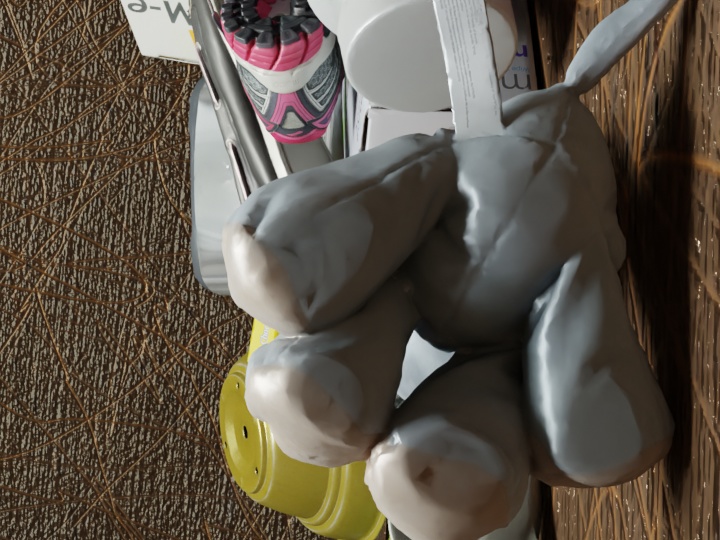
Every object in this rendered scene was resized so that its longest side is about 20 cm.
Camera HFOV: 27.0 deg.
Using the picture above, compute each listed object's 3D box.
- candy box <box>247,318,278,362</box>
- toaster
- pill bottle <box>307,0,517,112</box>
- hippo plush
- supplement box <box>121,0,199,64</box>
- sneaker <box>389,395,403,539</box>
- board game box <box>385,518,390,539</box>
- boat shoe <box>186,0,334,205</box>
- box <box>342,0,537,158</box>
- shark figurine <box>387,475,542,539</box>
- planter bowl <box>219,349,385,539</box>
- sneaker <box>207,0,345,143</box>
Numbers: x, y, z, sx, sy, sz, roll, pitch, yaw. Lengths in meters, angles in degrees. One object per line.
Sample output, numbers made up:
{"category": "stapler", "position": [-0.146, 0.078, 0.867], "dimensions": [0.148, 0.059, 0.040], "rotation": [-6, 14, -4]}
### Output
{"category": "candy box", "position": [0.000, 0.000, 1.017], "dimensions": [0.200, 0.026, 0.102], "rotation": [-15, -61, -55]}
{"category": "toaster", "position": [-0.045, -0.071, 1.081], "dimensions": [0.114, 0.129, 0.200], "rotation": [-8, -79, -54]}
{"category": "pill bottle", "position": [0.020, -0.181, 0.751], "dimensions": [0.112, 0.112, 0.200], "rotation": [96, 168, -56]}
{"category": "hippo plush", "position": [0.027, -0.005, 0.577], "dimensions": [0.161, 0.159, 0.200], "rotation": [-147, 56, -85]}
{"category": "supplement box", "position": [-0.061, -0.227, 1.067], "dimensions": [0.200, 0.126, 0.074], "rotation": [-49, -43, -36]}
{"category": "sneaker", "position": [0.053, 0.114, 0.902], "dimensions": [0.077, 0.078, 0.200], "rotation": [118, 152, -52]}
{"category": "board game box", "position": [0.049, 0.151, 1.072], "dimensions": [0.102, 0.048, 0.200], "rotation": [-96, 7, -59]}
{"category": "boat shoe", "position": [-0.072, -0.112, 0.910], "dimensions": [0.057, 0.067, 0.200], "rotation": [-31, 70, 35]}
{"category": "box", "position": [0.037, -0.099, 0.885], "dimensions": [0.200, 0.096, 0.177], "rotation": [96, 173, -56]}
{"category": "shark figurine", "position": [0.071, 0.119, 0.739], "dimensions": [0.089, 0.128, 0.215], "rotation": [-15, 55, 60]}
{"category": "planter bowl", "position": [-0.054, 0.118, 1.141], "dimensions": [0.200, 0.083, 0.201], "rotation": [174, 90, -65]}
{"category": "sneaker", "position": [-0.045, -0.149, 0.866], "dimensions": [0.200, 0.080, 0.075], "rotation": [-86, -11, -53]}
